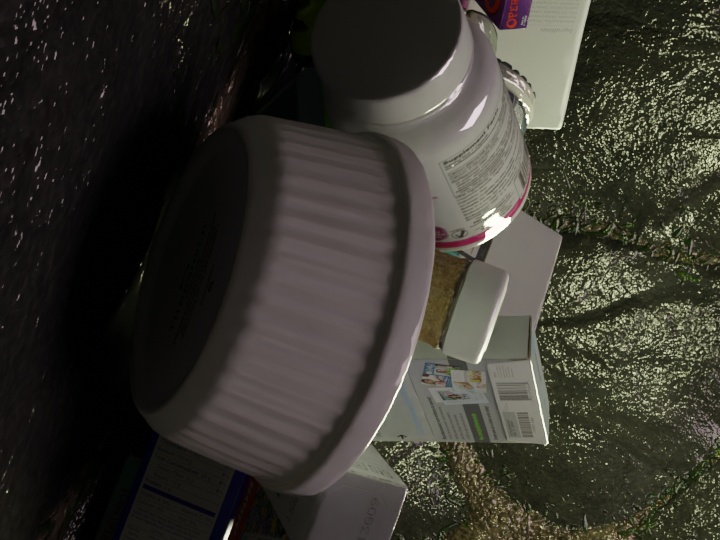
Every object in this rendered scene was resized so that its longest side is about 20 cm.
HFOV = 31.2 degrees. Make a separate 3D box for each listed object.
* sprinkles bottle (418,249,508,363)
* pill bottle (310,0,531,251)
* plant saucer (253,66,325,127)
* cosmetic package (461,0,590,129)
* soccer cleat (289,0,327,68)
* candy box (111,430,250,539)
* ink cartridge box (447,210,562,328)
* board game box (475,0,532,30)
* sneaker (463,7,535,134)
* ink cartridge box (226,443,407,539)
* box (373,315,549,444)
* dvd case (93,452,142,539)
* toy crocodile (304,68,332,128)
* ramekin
[{"bbox_3d":[0.000,0.000,0.892,0.068,0.199,0.069,20,90,-83],"label":"sprinkles bottle"},{"bbox_3d":[0.042,-0.102,0.844,0.114,0.113,0.200,-68,156,-17],"label":"pill bottle"},{"bbox_3d":[-0.042,-0.029,0.813,0.070,0.019,0.201,-33,-126,48],"label":"plant saucer"},{"bbox_3d":[0.135,-0.273,1.237,0.200,0.122,0.201,-99,-169,-50],"label":"cosmetic package"},{"bbox_3d":[0.004,-0.181,0.923,0.200,0.067,0.081,-64,141,-52],"label":"soccer cleat"},{"bbox_3d":[-0.105,0.165,0.878,0.169,0.077,0.201,51,60,-78],"label":"candy box"},{"bbox_3d":[0.040,0.004,1.103,0.147,0.199,0.147,-43,-161,54],"label":"ink cartridge box"},{"bbox_3d":[0.088,-0.289,1.006,0.200,0.032,0.121,-119,-156,-45],"label":"board game box"},{"bbox_3d":[0.079,-0.132,1.028,0.200,0.077,0.087,36,69,-61],"label":"sneaker"},{"bbox_3d":[-0.039,0.138,0.764,0.110,0.050,0.200,-70,-161,5],"label":"ink cartridge box"},{"bbox_3d":[0.044,0.089,1.020,0.156,0.199,0.041,67,25,-56],"label":"box"},{"bbox_3d":[-0.165,0.210,0.935,0.200,0.022,0.147,82,29,-78],"label":"dvd case"},{"bbox_3d":[-0.017,-0.065,0.960,0.062,0.067,0.202,9,75,-74],"label":"toy crocodile"},{"bbox_3d":[-0.050,0.011,0.682,0.202,0.094,0.203,-44,-143,46],"label":"ramekin"}]
